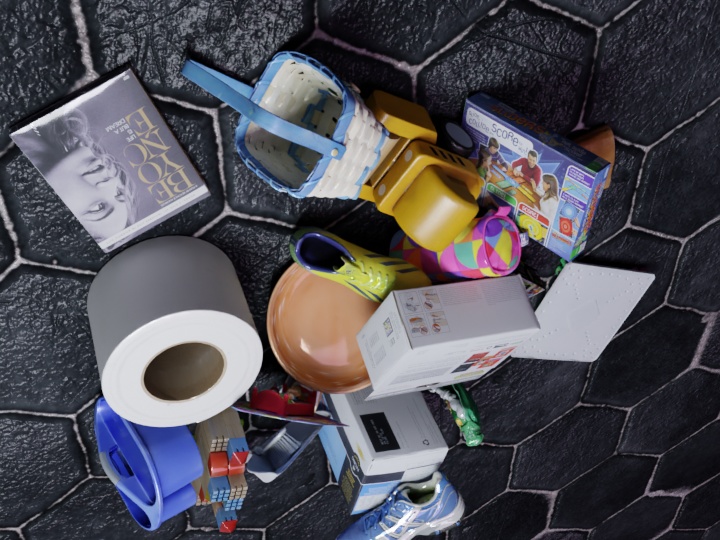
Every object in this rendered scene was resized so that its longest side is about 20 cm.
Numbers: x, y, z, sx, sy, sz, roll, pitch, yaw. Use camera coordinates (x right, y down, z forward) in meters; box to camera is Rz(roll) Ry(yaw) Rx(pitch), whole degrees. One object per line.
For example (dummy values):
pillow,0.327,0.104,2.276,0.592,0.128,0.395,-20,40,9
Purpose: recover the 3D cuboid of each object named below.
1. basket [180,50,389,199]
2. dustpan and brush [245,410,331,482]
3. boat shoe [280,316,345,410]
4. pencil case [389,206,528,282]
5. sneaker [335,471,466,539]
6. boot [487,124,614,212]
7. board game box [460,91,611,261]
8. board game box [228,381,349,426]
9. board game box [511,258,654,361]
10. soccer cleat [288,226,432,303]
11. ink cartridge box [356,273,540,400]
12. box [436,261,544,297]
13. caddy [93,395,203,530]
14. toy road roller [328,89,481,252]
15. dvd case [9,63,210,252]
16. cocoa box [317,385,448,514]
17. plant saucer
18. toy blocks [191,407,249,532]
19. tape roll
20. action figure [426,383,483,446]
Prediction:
basket,-0.081,-0.164,1.017,0.198,0.176,0.141,9,113,-49
dustpan and brush,-0.139,0.275,1.434,0.140,0.057,0.200,-45,180,-40
boat shoe,-0.074,0.123,1.357,0.068,0.071,0.203,14,114,-13
pencil case,0.124,-0.029,1.238,0.087,0.090,0.198,16,165,-36
sneaker,0.050,0.350,1.353,0.197,0.076,0.078,-25,118,-2
boot,0.265,-0.102,1.341,0.197,0.069,0.191,-21,130,-19
board game box,0.206,-0.119,1.180,0.034,0.199,0.137,-31,145,-36
board game box,-0.105,0.173,1.268,0.155,0.199,0.040,12,84,-21
board game box,0.362,0.067,1.557,0.197,0.026,0.202,6,127,-31
soccer cleat,-0.001,0.001,1.213,0.197,0.084,0.066,22,96,-3
ink cartridge box,0.105,0.090,1.246,0.197,0.085,0.176,-6,154,-27
box,0.190,0.025,1.354,0.109,0.035,0.199,-28,163,18
caddy,-0.301,0.254,1.284,0.104,0.200,0.143,-17,140,-35
toy road roller,0.061,-0.111,1.141,0.198,0.147,0.123,15,130,-35
dvd case,-0.277,-0.120,1.066,0.147,0.016,0.201,-28,137,0
cocoa box,0.023,0.241,1.422,0.131,0.201,0.133,-3,133,-25
plant saucer,-0.031,0.065,1.287,0.196,0.037,0.204,-2,98,-11
toy blocks,-0.210,0.295,1.402,0.098,0.138,0.202,-1,131,-25
tape roll,-0.235,0.078,1.184,0.199,0.140,0.205,-14,135,-14
action figure,0.137,0.182,1.424,0.054,0.201,0.118,-30,137,5
